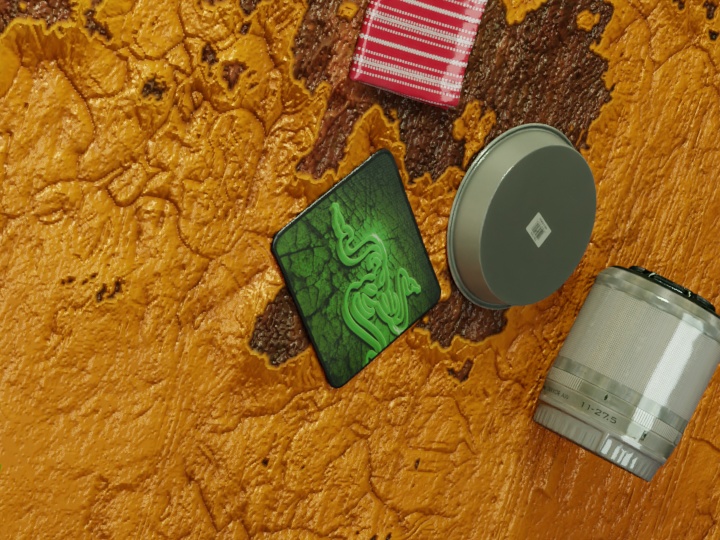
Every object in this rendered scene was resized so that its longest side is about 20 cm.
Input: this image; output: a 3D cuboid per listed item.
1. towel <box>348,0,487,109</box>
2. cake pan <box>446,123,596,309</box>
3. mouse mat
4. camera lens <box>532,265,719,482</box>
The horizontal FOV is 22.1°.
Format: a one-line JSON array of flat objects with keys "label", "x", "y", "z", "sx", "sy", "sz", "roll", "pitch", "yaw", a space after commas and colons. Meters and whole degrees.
[{"label": "towel", "x": 0.070, "y": -0.260, "z": 1.735, "sx": 0.144, "sy": 0.022, "sz": 0.201, "roll": 12, "pitch": 99, "yaw": -44}, {"label": "cake pan", "x": 0.173, "y": -0.050, "z": 1.906, "sx": 0.199, "sy": 0.037, "sz": 0.202, "roll": -19, "pitch": 119, "yaw": -36}, {"label": "mouse mat", "x": 0.000, "y": 0.000, "z": 1.790, "sx": 0.161, "sy": 0.008, "sz": 0.201, "roll": -40, "pitch": 131, "yaw": -23}, {"label": "camera lens", "x": 0.294, "y": 0.107, "z": 1.996, "sx": 0.160, "sy": 0.160, "sz": 0.201, "roll": 30, "pitch": 87, "yaw": -45}]
